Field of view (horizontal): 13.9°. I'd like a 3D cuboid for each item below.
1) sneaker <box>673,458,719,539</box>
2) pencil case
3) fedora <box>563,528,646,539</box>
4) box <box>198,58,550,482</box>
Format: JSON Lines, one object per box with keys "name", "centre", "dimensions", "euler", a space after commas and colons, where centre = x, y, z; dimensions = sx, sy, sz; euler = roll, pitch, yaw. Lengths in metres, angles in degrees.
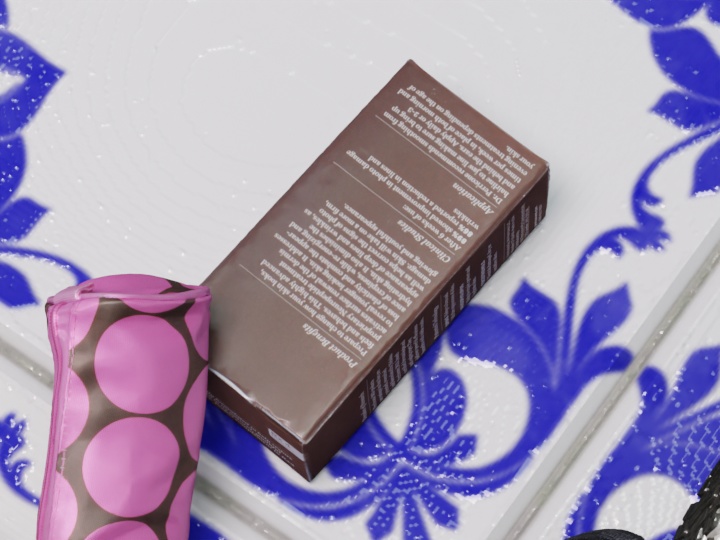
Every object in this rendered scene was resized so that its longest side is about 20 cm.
{"name": "sneaker", "centre": [0.225, 0.108, 1.471], "dimensions": [0.090, 0.078, 0.200], "euler": [36, 59, 4]}
{"name": "pencil case", "centre": [-0.126, 0.101, 1.457], "dimensions": [0.094, 0.091, 0.200], "euler": [5, 90, -31]}
{"name": "fedora", "centre": [0.108, 0.227, 1.422], "dimensions": [0.092, 0.201, 0.201], "euler": [36, 70, -22]}
{"name": "box", "centre": [0.000, 0.000, 1.540], "dimensions": [0.100, 0.075, 0.200], "euler": [38, 73, 16]}
